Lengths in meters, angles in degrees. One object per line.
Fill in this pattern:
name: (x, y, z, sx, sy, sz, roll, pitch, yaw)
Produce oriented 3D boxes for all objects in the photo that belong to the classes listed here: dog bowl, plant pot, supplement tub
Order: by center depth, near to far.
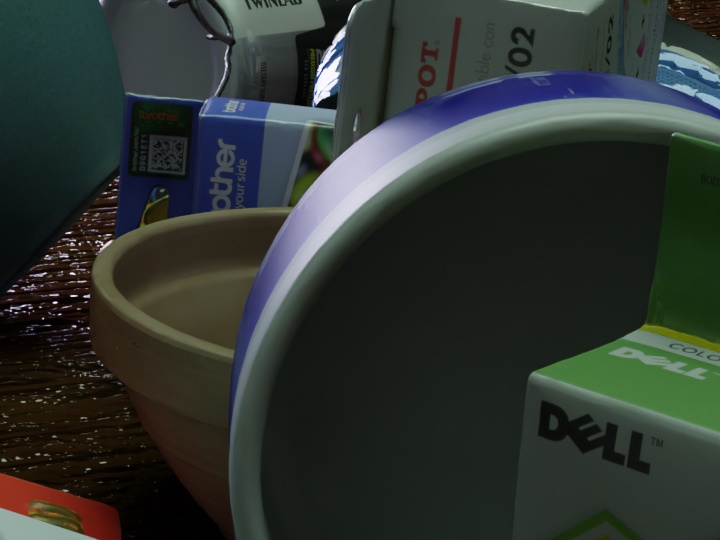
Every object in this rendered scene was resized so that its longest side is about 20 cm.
dog bowl: (0.061, 0.046, 0.747, 0.198, 0.202, 0.079, 4, 14, -6)
plant pot: (0.003, 0.049, 0.905, 0.199, 0.093, 0.201, 7, 17, -2)
plant pot: (-0.175, -0.062, 1.095, 0.135, 0.200, 0.200, 44, 19, -3)
supplement tub: (-0.034, -0.117, 1.386, 0.122, 0.124, 0.199, 21, 23, 41)

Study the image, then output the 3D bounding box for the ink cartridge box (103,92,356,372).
ink cartridge box: (0.000, 0.000, 1.015, 0.198, 0.120, 0.042, 7, 15, 3)

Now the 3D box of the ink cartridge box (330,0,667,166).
ink cartridge box: (0.049, -0.045, 0.871, 0.067, 0.116, 0.200, 11, 18, 15)

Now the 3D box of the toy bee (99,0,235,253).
toy bee: (-0.053, -0.017, 1.120, 0.131, 0.109, 0.200, 37, 14, -34)

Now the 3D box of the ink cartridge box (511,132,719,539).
ink cartridge box: (0.094, 0.077, 0.655, 0.103, 0.202, 0.059, 18, 20, 36)

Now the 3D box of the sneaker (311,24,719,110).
sneaker: (0.072, -0.054, 1.105, 0.198, 0.079, 0.089, 7, 28, 12)

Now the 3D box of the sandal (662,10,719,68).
sandal: (0.111, -0.099, 1.150, 0.199, 0.076, 0.043, 30, 41, -7)

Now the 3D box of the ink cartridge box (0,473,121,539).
ink cartridge box: (-0.131, 0.073, 0.786, 0.159, 0.048, 0.200, 19, 15, -15)
